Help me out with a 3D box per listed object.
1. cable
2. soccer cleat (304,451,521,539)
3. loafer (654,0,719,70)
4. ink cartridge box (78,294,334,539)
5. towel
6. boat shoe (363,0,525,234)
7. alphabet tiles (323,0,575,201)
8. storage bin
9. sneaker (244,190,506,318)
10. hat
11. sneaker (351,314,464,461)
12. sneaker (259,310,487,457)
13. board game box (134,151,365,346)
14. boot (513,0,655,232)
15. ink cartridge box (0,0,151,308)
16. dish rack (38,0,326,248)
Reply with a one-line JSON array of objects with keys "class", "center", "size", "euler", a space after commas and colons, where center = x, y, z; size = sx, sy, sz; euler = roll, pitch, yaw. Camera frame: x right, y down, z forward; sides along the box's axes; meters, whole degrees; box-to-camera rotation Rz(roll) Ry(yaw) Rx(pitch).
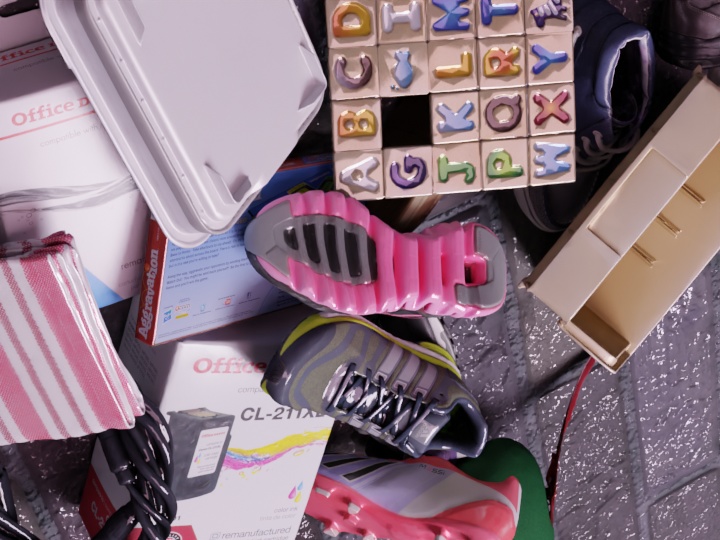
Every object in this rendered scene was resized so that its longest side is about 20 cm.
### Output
[{"class": "cable", "center": [-0.199, 0.129, 0.973], "size": [0.162, 0.051, 0.202], "euler": [8, 110, 14]}, {"class": "soccer cleat", "center": [0.025, 0.169, 1.126], "size": [0.067, 0.199, 0.077], "euler": [82, 30, -47]}, {"class": "loafer", "center": [0.312, -0.208, 1.093], "size": [0.199, 0.073, 0.073], "euler": [-19, 124, -21]}, {"class": "ink cartridge box", "center": [-0.103, 0.111, 1.047], "size": [0.145, 0.083, 0.201], "euler": [1, 120, -32]}, {"class": "towel", "center": [-0.246, 0.049, 0.903], "size": [0.198, 0.030, 0.147], "euler": [-7, 128, 12]}, {"class": "boat shoe", "center": [0.072, -0.106, 1.015], "size": [0.064, 0.071, 0.201], "euler": [20, 108, -38]}, {"class": "alphabet tiles", "center": [0.059, -0.150, 0.956], "size": [0.166, 0.008, 0.202], "euler": [-5, 103, -10]}, {"class": "storage bin", "center": [0.220, -0.036, 1.073], "size": [0.200, 0.094, 0.198], "euler": [-51, 170, 9]}, {"class": "sneaker", "center": [0.000, 0.000, 0.985], "size": [0.199, 0.095, 0.080], "euler": [12, 75, -34]}, {"class": "hat", "center": [0.130, 0.154, 1.171], "size": [0.165, 0.200, 0.177], "euler": [21, 110, -22]}, {"class": "sneaker", "center": [0.028, 0.087, 1.120], "size": [0.087, 0.076, 0.201], "euler": [-22, 130, -9]}, {"class": "sneaker", "center": [0.017, 0.082, 0.991], "size": [0.199, 0.081, 0.074], "euler": [13, 113, -45]}, {"class": "board game box", "center": [-0.065, -0.020, 0.965], "size": [0.199, 0.019, 0.104], "euler": [-15, 122, -51]}, {"class": "boot", "center": [0.161, -0.099, 1.060], "size": [0.072, 0.090, 0.201], "euler": [-18, 128, -20]}, {"class": "ink cartridge box", "center": [-0.174, -0.076, 0.887], "size": [0.115, 0.068, 0.201], "euler": [-21, 129, -19]}, {"class": "dish rack", "center": [-0.087, -0.131, 0.851], "size": [0.172, 0.043, 0.201], "euler": [-57, 137, -37]}]
